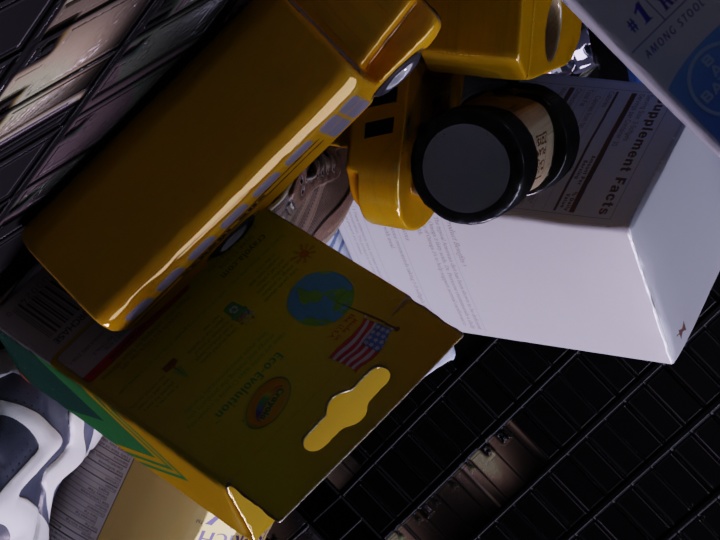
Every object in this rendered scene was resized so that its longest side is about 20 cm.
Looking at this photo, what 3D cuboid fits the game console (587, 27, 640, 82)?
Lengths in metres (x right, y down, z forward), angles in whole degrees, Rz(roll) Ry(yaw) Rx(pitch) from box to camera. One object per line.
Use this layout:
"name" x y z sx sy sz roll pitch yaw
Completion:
"game console" 0.210 -0.131 1.473 0.200 0.116 0.176 -4 167 28

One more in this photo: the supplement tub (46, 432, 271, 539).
"supplement tub" -0.114 0.109 1.377 0.200 0.145 0.145 -65 170 13

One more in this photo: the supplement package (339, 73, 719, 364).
"supplement package" 0.102 -0.036 1.497 0.117 0.200 0.117 -60 144 -33

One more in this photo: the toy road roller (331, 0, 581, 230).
"toy road roller" 0.030 -0.119 1.245 0.123 0.146 0.200 -30 128 -70

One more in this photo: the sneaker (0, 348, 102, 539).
"sneaker" -0.206 0.123 1.271 0.130 0.079 0.199 2 123 -60

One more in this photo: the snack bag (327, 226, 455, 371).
"snack bag" 0.000 0.000 1.553 0.200 0.021 0.189 -33 124 -52

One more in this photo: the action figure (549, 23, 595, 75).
"action figure" 0.146 -0.164 1.770 0.193 0.105 0.200 -36 177 25

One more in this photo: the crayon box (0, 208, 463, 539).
"crayon box" -0.060 0.039 1.188 0.127 0.200 0.051 -44 143 -19

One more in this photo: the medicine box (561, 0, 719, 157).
"medicine box" 0.144 -0.176 1.037 0.182 0.200 0.103 -45 177 7

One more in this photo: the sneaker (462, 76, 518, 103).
"sneaker" 0.064 -0.122 1.477 0.200 0.090 0.070 -40 173 -41

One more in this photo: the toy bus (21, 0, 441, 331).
"toy bus" -0.056 -0.064 1.149 0.200 0.065 0.078 -44 174 7

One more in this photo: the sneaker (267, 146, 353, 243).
"sneaker" -0.045 -0.045 1.368 0.076 0.070 0.200 -49 174 37
